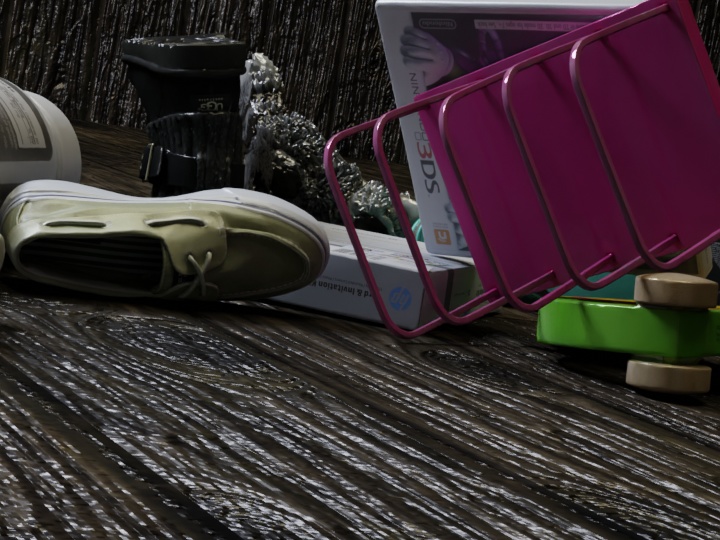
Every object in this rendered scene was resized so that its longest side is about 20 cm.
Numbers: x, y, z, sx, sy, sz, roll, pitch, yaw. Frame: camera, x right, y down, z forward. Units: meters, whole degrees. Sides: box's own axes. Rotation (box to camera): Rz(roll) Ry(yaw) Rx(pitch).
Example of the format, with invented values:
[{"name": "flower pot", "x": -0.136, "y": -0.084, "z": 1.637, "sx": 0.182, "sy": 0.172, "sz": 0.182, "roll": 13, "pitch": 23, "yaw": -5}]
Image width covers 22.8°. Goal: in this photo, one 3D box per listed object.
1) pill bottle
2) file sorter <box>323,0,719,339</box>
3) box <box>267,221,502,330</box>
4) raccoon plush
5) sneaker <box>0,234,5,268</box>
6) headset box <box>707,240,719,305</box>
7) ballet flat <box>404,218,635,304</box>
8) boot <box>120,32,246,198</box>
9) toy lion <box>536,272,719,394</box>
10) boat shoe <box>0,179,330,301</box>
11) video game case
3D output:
[{"name": "pill bottle", "x": -0.252, "y": -0.064, "z": 1.071, "sx": 0.113, "sy": 0.115, "sz": 0.200, "roll": 11, "pitch": 6, "yaw": 16}, {"name": "file sorter", "x": 0.096, "y": -0.052, "z": 1.014, "sx": 0.199, "sy": 0.140, "sz": 0.125, "roll": -18, "pitch": 5, "yaw": 42}, {"name": "box", "x": 0.000, "y": 0.000, "z": 1.202, "sx": 0.155, "sy": 0.041, "sz": 0.200, "roll": 12, "pitch": 7, "yaw": 18}, {"name": "raccoon plush", "x": -0.020, "y": -0.087, "z": 1.401, "sx": 0.133, "sy": 0.201, "sz": 0.097, "roll": 8, "pitch": -27, "yaw": -20}, {"name": "sneaker", "x": -0.225, "y": -0.014, "z": 0.809, "sx": 0.099, "sy": 0.075, "sz": 0.200, "roll": 9, "pitch": 6, "yaw": 9}, {"name": "headset box", "x": 0.348, "y": 0.011, "z": 1.455, "sx": 0.148, "sy": 0.076, "sz": 0.200, "roll": 11, "pitch": 6, "yaw": 15}, {"name": "ballet flat", "x": 0.128, "y": -0.005, "z": 1.344, "sx": 0.199, "sy": 0.068, "sz": 0.070, "roll": 11, "pitch": -9, "yaw": -5}, {"name": "boot", "x": -0.127, "y": -0.088, "z": 1.286, "sx": 0.079, "sy": 0.159, "sz": 0.211, "roll": -4, "pitch": 11, "yaw": -11}, {"name": "toy lion", "x": 0.183, "y": 0.034, "z": 1.099, "sx": 0.199, "sy": 0.069, "sz": 0.191, "roll": 3, "pitch": 1, "yaw": -42}, {"name": "boat shoe", "x": -0.113, "y": -0.007, "z": 1.048, "sx": 0.199, "sy": 0.072, "sz": 0.062, "roll": 4, "pitch": 32, "yaw": -15}, {"name": "video game case", "x": 0.112, "y": -0.084, "z": 1.104, "sx": 0.199, "sy": 0.183, "sz": 0.023, "roll": 6, "pitch": 34, "yaw": 32}]
